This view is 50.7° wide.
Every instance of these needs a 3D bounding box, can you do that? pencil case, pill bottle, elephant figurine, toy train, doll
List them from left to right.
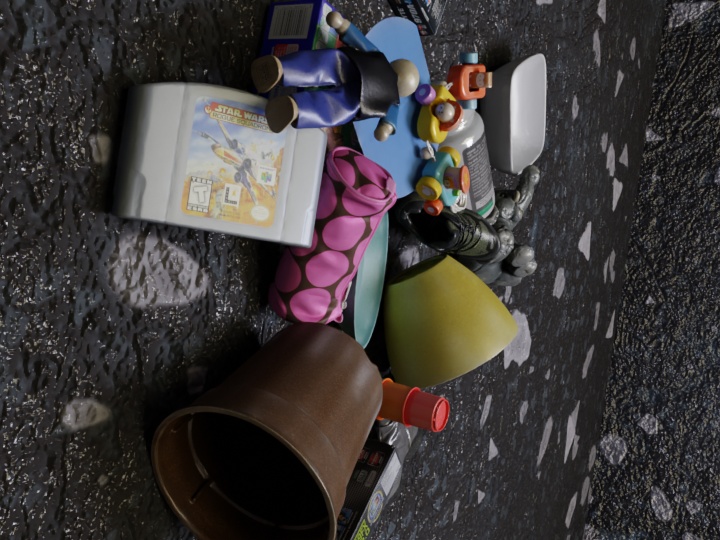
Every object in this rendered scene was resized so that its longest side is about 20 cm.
[{"bbox_3d":[-0.029,-0.031,0.840,0.201,0.093,0.091,-64,180,34],"label":"pencil case"},{"bbox_3d":[-0.011,-0.189,0.749,0.199,0.048,0.138,-17,87,-42],"label":"doll"},{"bbox_3d":[0.135,-0.173,1.141,0.113,0.112,0.201,-55,142,-38],"label":"pill bottle"},{"bbox_3d":[0.125,-0.166,0.930,0.150,0.055,0.202,-14,108,-52],"label":"toy train"},{"bbox_3d":[0.234,-0.079,1.336,0.142,0.154,0.201,118,-26,-54],"label":"elephant figurine"}]

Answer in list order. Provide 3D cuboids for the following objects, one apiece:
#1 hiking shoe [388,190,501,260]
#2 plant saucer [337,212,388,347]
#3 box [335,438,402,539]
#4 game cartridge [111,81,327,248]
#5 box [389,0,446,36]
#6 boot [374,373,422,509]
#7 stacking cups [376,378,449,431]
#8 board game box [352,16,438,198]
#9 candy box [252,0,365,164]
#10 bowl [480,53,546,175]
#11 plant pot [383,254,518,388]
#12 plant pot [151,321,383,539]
[{"bbox_3d":[0.125,-0.051,1.096,0.199,0.101,0.076,22,117,-22],"label":"hiking shoe"},{"bbox_3d":[0.000,0.000,0.984,0.200,0.036,0.202,7,90,-79],"label":"plant saucer"},{"bbox_3d":[-0.064,0.273,0.863,0.201,0.159,0.044,-58,144,-34],"label":"box"},{"bbox_3d":[-0.123,-0.100,0.708,0.199,0.041,0.134,8,95,-35],"label":"game cartridge"},{"bbox_3d":[0.086,-0.453,1.046,0.159,0.046,0.201,44,60,-55],"label":"box"},{"bbox_3d":[0.032,0.248,1.133,0.200,0.069,0.133,-55,140,-55],"label":"boot"},{"bbox_3d":[0.009,0.147,0.916,0.060,0.199,0.061,-18,111,-55],"label":"stacking cups"},{"bbox_3d":[0.028,-0.183,0.875,0.158,0.039,0.201,-50,134,-36],"label":"board game box"},{"bbox_3d":[-0.036,-0.186,0.873,0.200,0.076,0.171,18,82,-62],"label":"candy box"},{"bbox_3d":[0.279,-0.289,1.402,0.200,0.074,0.202,-38,128,-50],"label":"bowl"},{"bbox_3d":[0.111,0.062,1.116,0.200,0.199,0.143,-36,101,-51],"label":"plant pot"},{"bbox_3d":[-0.077,0.167,0.795,0.198,0.199,0.202,-49,138,-53],"label":"plant pot"}]
